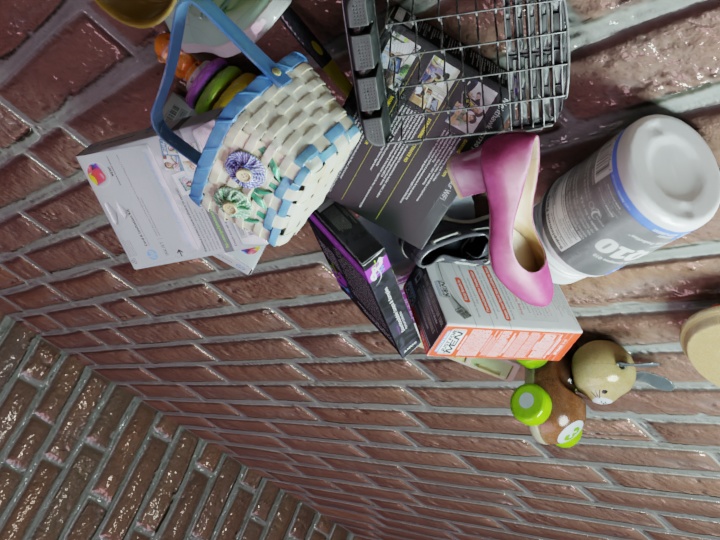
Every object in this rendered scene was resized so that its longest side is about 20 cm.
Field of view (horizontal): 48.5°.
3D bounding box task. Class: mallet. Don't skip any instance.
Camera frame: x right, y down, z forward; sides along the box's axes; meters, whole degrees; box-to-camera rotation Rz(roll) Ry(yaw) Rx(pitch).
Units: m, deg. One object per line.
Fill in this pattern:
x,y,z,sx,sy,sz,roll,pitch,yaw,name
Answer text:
-0.024,-0.221,0.851,0.201,0.066,0.041,55,164,-21,mallet

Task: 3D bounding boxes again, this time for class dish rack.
0.085,-0.190,0.713,0.196,0.055,0.156,-5,120,9,dish rack

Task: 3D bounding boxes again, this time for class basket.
-0.111,-0.139,0.760,0.200,0.139,0.177,42,142,8,basket

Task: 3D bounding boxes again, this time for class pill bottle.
0.057,0.009,1.112,0.111,0.113,0.201,11,150,26,pill bottle
0.252,-0.061,0.808,0.113,0.115,0.200,29,154,-9,pill bottle

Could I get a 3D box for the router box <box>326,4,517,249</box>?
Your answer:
0.049,-0.138,0.812,0.148,0.051,0.201,29,124,-6,router box

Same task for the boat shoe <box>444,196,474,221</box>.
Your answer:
0.113,-0.058,1.003,0.066,0.070,0.200,51,-179,43,boat shoe

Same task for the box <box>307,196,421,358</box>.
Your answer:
0.000,0.000,0.924,0.143,0.036,0.201,47,167,36,box

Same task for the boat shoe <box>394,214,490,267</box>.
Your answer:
0.137,-0.024,0.943,0.197,0.063,0.073,3,127,-25,boat shoe

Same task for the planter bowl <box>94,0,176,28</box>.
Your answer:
-0.194,-0.328,0.707,0.199,0.083,0.203,26,135,30,planter bowl

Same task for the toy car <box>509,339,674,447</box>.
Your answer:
0.334,0.163,1.132,0.197,0.160,0.164,-10,152,32,toy car

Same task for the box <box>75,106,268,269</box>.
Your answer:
-0.211,-0.089,0.926,0.197,0.041,0.158,-10,117,24,box

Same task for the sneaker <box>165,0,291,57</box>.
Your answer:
-0.158,-0.279,0.788,0.199,0.074,0.119,11,148,48,sneaker

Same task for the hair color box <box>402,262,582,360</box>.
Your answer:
0.163,0.048,0.992,0.197,0.112,0.064,6,135,-25,hair color box

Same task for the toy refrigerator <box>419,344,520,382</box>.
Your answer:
0.157,0.101,1.244,0.197,0.071,0.076,21,154,8,toy refrigerator

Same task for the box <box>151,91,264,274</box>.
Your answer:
-0.194,-0.113,1.039,0.198,0.158,0.041,28,163,-8,box

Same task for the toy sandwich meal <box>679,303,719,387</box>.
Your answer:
0.480,0.088,0.945,0.202,0.071,0.206,23,151,13,toy sandwich meal

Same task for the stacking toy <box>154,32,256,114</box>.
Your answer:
-0.164,-0.206,0.942,0.199,0.117,0.110,39,150,-3,stacking toy

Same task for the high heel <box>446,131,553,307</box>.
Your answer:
0.168,-0.046,0.783,0.095,0.068,0.202,-10,119,42,high heel
